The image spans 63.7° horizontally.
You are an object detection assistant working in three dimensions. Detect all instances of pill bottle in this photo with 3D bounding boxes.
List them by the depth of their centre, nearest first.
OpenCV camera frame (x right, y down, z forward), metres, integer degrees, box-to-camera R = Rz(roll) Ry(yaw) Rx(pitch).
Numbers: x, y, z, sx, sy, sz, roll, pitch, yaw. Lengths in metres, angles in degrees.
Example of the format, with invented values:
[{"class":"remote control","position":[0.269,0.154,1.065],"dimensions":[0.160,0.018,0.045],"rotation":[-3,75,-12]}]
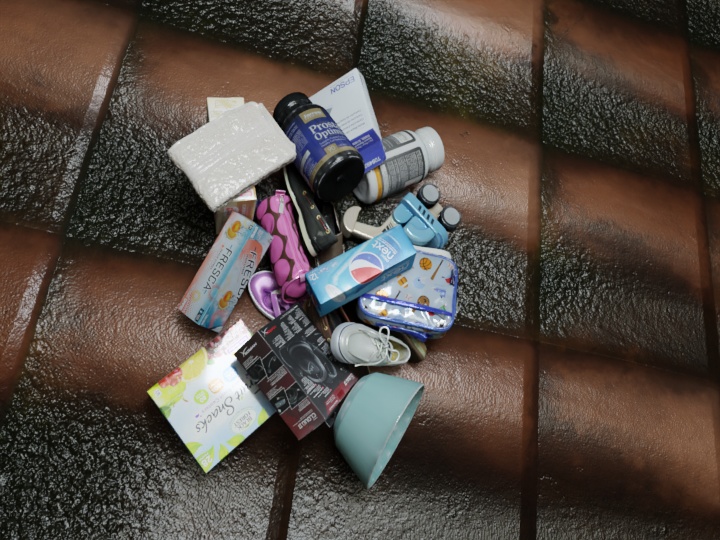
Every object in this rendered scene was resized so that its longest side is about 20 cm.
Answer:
[{"class":"pill bottle","position":[-0.084,-0.237,1.089],"dimensions":[0.110,0.113,0.202],"rotation":[-25,63,-22]},{"class":"pill bottle","position":[0.074,-0.227,1.227],"dimensions":[0.196,0.117,0.119],"rotation":[-24,80,-22]}]

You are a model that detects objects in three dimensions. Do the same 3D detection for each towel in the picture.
[{"class":"towel","position":[-0.217,-0.204,1.008],"dimensions":[0.199,0.035,0.133],"rotation":[-39,87,-25]}]

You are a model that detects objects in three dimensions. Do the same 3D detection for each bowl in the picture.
[{"class":"bowl","position":[0.023,0.263,1.023],"dimensions":[0.103,0.203,0.202],"rotation":[29,64,16]}]

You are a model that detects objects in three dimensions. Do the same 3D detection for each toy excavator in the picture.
[{"class":"toy excavator","position":[0.081,-0.093,1.191],"dimensions":[0.195,0.100,0.200],"rotation":[45,65,1]}]

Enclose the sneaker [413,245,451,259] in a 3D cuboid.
[{"class":"sneaker","position":[0.100,-0.002,1.184],"dimensions":[0.193,0.074,0.085],"rotation":[2,69,-14]}]

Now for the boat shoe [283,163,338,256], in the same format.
[{"class":"boat shoe","position":[-0.097,-0.126,1.114],"dimensions":[0.062,0.074,0.205],"rotation":[-25,64,6]}]

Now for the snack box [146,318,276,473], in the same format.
[{"class":"snack box","position":[-0.239,0.216,1.011],"dimensions":[0.198,0.068,0.170],"rotation":[-37,87,-23]}]

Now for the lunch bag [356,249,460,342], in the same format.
[{"class":"lunch bag","position":[0.092,0.043,1.094],"dimensions":[0.194,0.076,0.165],"rotation":[12,66,-2]}]

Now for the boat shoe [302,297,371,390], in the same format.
[{"class":"boat shoe","position":[-0.036,0.133,1.080],"dimensions":[0.070,0.070,0.203],"rotation":[-40,101,-44]}]

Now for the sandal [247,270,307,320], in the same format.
[{"class":"sandal","position":[-0.130,0.075,1.100],"dimensions":[0.203,0.050,0.082],"rotation":[46,65,1]}]

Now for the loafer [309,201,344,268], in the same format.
[{"class":"loafer","position":[-0.068,-0.048,1.149],"dimensions":[0.071,0.071,0.206],"rotation":[-8,75,-19]}]

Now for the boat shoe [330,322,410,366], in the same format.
[{"class":"boat shoe","position":[0.032,0.141,1.040],"dimensions":[0.200,0.084,0.077],"rotation":[27,67,-52]}]

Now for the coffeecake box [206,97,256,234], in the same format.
[{"class":"coffeecake box","position":[-0.248,-0.194,1.098],"dimensions":[0.071,0.154,0.206],"rotation":[-5,74,-17]}]

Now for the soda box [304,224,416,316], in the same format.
[{"class":"soda box","position":[0.000,0.000,1.028],"dimensions":[0.196,0.068,0.065],"rotation":[-28,72,-14]}]

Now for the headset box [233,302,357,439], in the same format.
[{"class":"headset box","position":[-0.101,0.176,1.003],"dimensions":[0.202,0.077,0.149],"rotation":[52,27,0]}]

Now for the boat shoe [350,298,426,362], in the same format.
[{"class":"boat shoe","position":[0.066,0.089,1.149],"dimensions":[0.200,0.072,0.076],"rotation":[47,54,3]}]

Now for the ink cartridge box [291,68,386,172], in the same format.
[{"class":"ink cartridge box","position":[-0.058,-0.271,1.169],"dimensions":[0.196,0.040,0.205],"rotation":[-25,68,22]}]

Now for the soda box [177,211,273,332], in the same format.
[{"class":"soda box","position":[-0.240,0.002,1.039],"dimensions":[0.067,0.063,0.204],"rotation":[27,86,30]}]

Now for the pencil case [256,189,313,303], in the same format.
[{"class":"pencil case","position":[-0.138,-0.047,1.092],"dimensions":[0.089,0.094,0.204],"rotation":[-2,58,-37]}]
